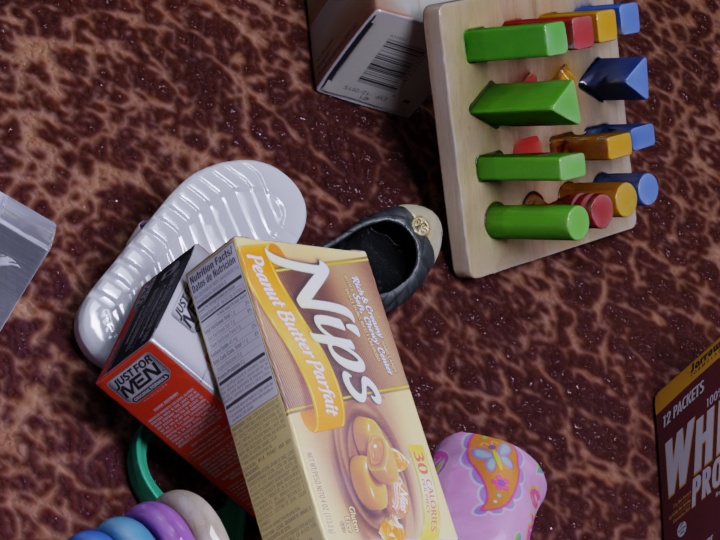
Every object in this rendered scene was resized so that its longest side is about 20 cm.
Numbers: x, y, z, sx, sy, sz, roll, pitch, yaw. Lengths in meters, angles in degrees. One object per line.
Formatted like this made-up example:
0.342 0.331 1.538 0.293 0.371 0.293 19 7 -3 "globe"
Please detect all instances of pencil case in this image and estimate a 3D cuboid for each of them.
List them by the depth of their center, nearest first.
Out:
0.060 0.197 1.472 0.087 0.087 0.201 31 44 -11 "pencil case"

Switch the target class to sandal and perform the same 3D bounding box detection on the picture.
-0.119 -0.007 1.528 0.202 0.050 0.083 -39 98 -34 "sandal"

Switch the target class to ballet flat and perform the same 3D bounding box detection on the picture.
0.000 0.000 1.606 0.067 0.057 0.200 50 43 8 "ballet flat"

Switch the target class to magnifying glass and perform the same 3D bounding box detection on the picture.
-0.091 0.173 1.424 0.079 0.022 0.201 3 53 -37 "magnifying glass"

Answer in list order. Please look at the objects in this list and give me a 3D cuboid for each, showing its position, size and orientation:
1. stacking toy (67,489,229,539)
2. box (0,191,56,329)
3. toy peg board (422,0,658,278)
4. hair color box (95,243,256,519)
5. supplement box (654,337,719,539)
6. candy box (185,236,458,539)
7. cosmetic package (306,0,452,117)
-0.172 0.186 1.315 0.199 0.085 0.086 -12 63 -36 "stacking toy"
-0.285 0.023 1.275 0.158 0.200 0.048 31 15 -11 "box"
0.158 -0.110 1.712 0.199 0.097 0.201 -16 103 -43 "toy peg board"
-0.061 0.089 1.454 0.200 0.061 0.102 43 37 -17 "hair color box"
0.333 0.163 1.660 0.199 0.133 0.198 21 46 -21 "supplement box"
-0.024 0.082 1.402 0.115 0.055 0.201 7 57 -46 "candy box"
0.015 -0.231 1.776 0.087 0.103 0.201 14 47 -25 "cosmetic package"
